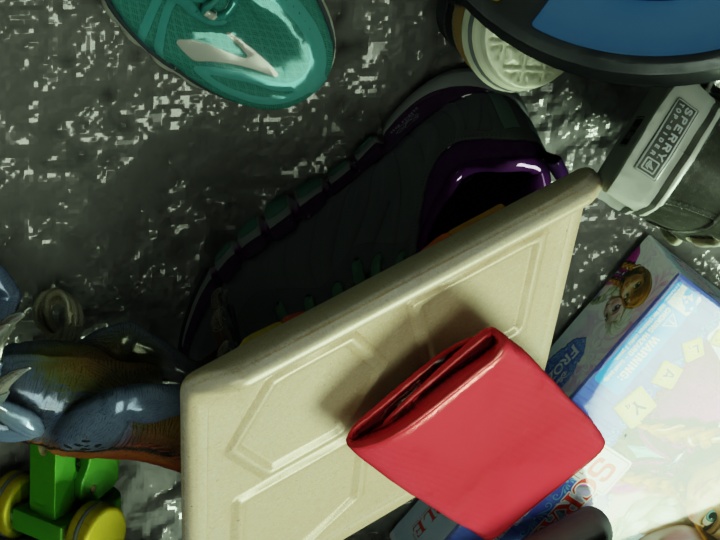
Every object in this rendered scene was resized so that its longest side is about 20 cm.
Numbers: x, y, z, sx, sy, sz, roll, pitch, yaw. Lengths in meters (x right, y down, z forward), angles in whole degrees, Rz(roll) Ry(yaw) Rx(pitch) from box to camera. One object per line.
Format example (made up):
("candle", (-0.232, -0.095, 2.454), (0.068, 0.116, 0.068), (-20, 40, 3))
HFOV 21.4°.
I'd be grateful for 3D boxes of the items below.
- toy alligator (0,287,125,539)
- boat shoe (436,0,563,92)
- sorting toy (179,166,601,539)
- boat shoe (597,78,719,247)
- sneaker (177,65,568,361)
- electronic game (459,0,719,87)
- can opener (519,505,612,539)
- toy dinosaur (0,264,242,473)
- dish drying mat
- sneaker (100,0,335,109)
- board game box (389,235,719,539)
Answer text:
("toy alligator", (-0.128, 0.102, 0.855), (0.054, 0.059, 0.202), (-13, 115, -57))
("boat shoe", (0.107, -0.154, 0.784), (0.200, 0.062, 0.075), (-45, 121, -9))
("sorting toy", (0.004, 0.050, 0.764), (0.184, 0.037, 0.201), (-27, 153, -24))
("boat shoe", (0.136, -0.041, 0.775), (0.063, 0.200, 0.071), (33, 102, 2))
("sneaker", (0.000, 0.000, 0.816), (0.200, 0.088, 0.074), (-46, 122, 9))
("electronic game", (0.116, -0.162, 0.713), (0.199, 0.201, 0.042), (-30, 155, 0))
("can opener", (0.038, 0.159, 0.866), (0.199, 0.053, 0.067), (-25, 139, -16))
("toy dinosaur", (-0.134, 0.058, 0.764), (0.180, 0.105, 0.202), (-17, 114, -1))
("dish drying mat", (0.054, 0.072, 0.807), (0.077, 0.018, 0.200), (-40, 156, 4))
("sneaker", (-0.079, -0.128, 0.723), (0.077, 0.080, 0.200), (-40, 123, 6))
("board game box", (0.151, 0.112, 0.956), (0.199, 0.041, 0.200), (32, 105, -30))
